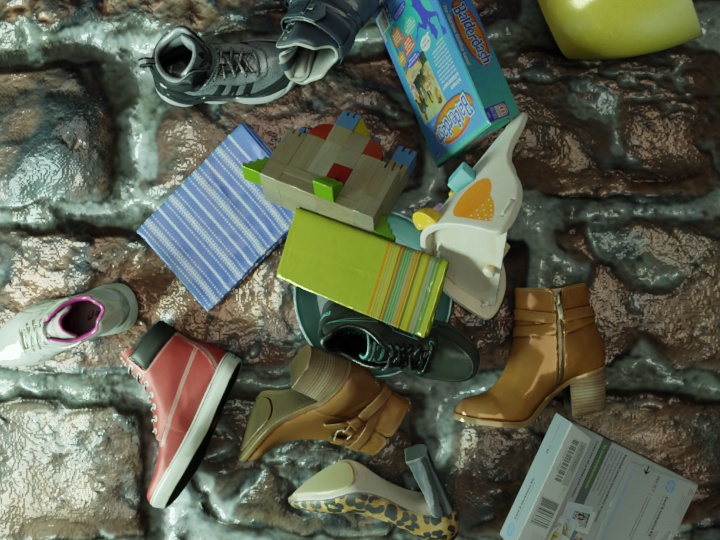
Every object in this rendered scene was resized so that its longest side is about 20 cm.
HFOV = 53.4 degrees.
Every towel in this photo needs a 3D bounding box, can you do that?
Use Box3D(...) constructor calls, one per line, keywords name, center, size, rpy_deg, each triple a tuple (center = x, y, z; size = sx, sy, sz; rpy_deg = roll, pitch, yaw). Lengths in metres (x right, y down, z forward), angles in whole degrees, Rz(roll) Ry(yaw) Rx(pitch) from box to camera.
Box3D(name="towel", center=(0.000, 0.000, 0.807), size=(0.196, 0.018, 0.088), rpy_deg=(21, 94, 20))
Box3D(name="towel", center=(-0.169, -0.068, 0.902), size=(0.200, 0.024, 0.145), rpy_deg=(-44, 87, 2))

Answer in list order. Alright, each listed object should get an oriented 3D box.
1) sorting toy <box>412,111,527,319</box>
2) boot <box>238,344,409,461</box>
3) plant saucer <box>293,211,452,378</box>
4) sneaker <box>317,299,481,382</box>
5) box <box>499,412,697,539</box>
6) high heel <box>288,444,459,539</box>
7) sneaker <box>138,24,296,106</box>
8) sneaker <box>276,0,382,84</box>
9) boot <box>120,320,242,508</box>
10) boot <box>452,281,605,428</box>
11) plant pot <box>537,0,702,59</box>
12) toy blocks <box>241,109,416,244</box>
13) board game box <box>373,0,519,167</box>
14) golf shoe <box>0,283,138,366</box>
Box3D(name="sorting toy", center=(0.144, -0.078, 0.810), size=(0.105, 0.201, 0.182), rpy_deg=(24, 67, 18))
Box3D(name="boot", center=(-0.048, 0.187, 0.875), size=(0.153, 0.077, 0.201), rpy_deg=(29, 113, -23))
Box3D(name="plant saucer", center=(0.016, 0.028, 0.885), size=(0.194, 0.036, 0.206), rpy_deg=(0, 90, 4))
Box3D(name="sneaker", center=(0.041, 0.093, 0.820), size=(0.195, 0.079, 0.077), rpy_deg=(15, 112, 5))
Box3D(name="box", center=(0.280, 0.279, 0.836), size=(0.196, 0.041, 0.159), rpy_deg=(26, 91, -15))
Box3D(name="high heel", center=(0.018, 0.301, 0.876), size=(0.196, 0.072, 0.145), rpy_deg=(-19, 110, 16))
Box3D(name="sneaker", center=(-0.164, -0.245, 0.857), size=(0.194, 0.114, 0.078), rpy_deg=(-7, 90, 3))
Box3D(name="sneaker", center=(-0.085, -0.307, 0.842), size=(0.199, 0.077, 0.149), rpy_deg=(24, 77, 24))
Box3D(name="boot", center=(-0.249, 0.174, 0.883), size=(0.141, 0.072, 0.204), rpy_deg=(23, 83, 3))
Box3D(name="boot", center=(0.196, 0.100, 0.858), size=(0.194, 0.074, 0.159), rpy_deg=(-8, 90, -9))
Box3D(name="plant pot", center=(0.278, -0.324, 0.813), size=(0.140, 0.199, 0.204), rpy_deg=(-24, 88, 27))
Box3D(name="toy blocks", center=(-0.022, -0.125, 0.852), size=(0.196, 0.101, 0.139), rpy_deg=(22, 62, 15))
Box3D(name="board game box", center=(0.093, -0.239, 0.823), size=(0.044, 0.152, 0.204), rpy_deg=(-22, 89, -19))
Box3D(name="golf shoe", center=(-0.377, 0.067, 0.879), size=(0.196, 0.092, 0.077), rpy_deg=(-22, 90, 4))
